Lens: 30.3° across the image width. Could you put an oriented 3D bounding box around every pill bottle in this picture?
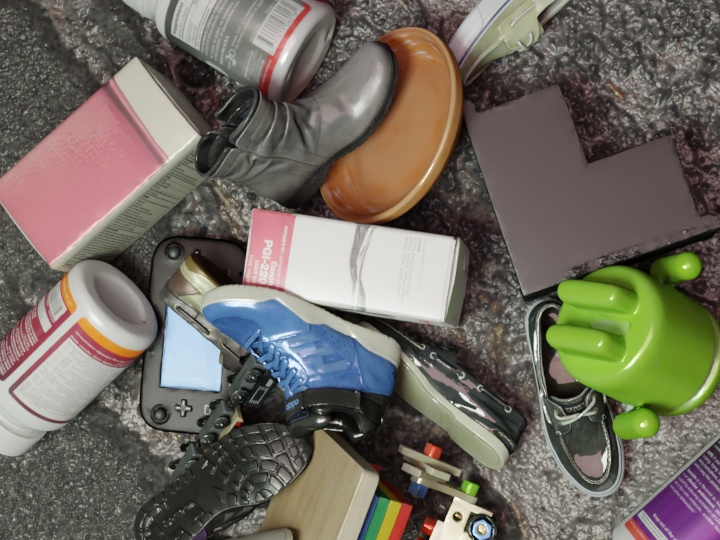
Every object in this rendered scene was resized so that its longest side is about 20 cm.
[{"bbox_3d":[-0.135,-0.262,1.344,0.199,0.114,0.114,32,92,10],"label":"pill bottle"},{"bbox_3d":[0.340,0.225,1.246,0.200,0.112,0.113,-43,82,5],"label":"pill bottle"},{"bbox_3d":[-0.307,0.091,1.343,0.200,0.109,0.110,-42,82,18],"label":"pill bottle"}]

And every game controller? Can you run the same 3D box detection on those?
[{"bbox_3d":[-0.169,0.067,1.369,0.103,0.042,0.202,4,88,9],"label":"game controller"}]

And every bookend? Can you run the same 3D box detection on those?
[{"bbox_3d":[0.218,-0.097,1.292,0.197,0.092,0.202,-20,83,6],"label":"bookend"}]

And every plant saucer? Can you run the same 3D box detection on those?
[{"bbox_3d":[0.033,-0.137,1.302,0.199,0.037,0.202,-24,57,44],"label":"plant saucer"}]

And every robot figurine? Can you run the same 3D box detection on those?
[{"bbox_3d":[0.261,0.067,1.236,0.115,0.199,0.177,4,75,47],"label":"robot figurine"}]

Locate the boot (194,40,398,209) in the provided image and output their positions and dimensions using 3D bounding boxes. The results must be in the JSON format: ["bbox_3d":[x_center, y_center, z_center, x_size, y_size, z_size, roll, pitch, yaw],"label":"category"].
[{"bbox_3d":[-0.060,-0.150,1.275,0.201,0.131,0.070,-53,48,15],"label":"boot"}]

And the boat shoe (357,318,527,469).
[{"bbox_3d":[0.083,0.107,1.318,0.199,0.075,0.066,39,65,17],"label":"boat shoe"}]

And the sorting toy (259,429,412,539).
[{"bbox_3d":[-0.033,0.263,1.273,0.069,0.199,0.202,19,93,-20],"label":"sorting toy"}]

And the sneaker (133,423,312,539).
[{"bbox_3d":[-0.128,0.213,1.324,0.199,0.087,0.076,-32,74,13],"label":"sneaker"}]

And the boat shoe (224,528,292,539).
[{"bbox_3d":[-0.116,0.290,1.289,0.072,0.200,0.062,-10,81,-34],"label":"boat shoe"}]

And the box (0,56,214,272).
[{"bbox_3d":[-0.249,-0.101,1.346,0.200,0.128,0.109,-41,82,4],"label":"box"}]

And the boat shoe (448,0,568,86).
[{"bbox_3d":[0.154,-0.251,1.320,0.062,0.072,0.200,41,91,11],"label":"boat shoe"}]

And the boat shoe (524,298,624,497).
[{"bbox_3d":[0.202,0.125,1.293,0.072,0.071,0.202,-21,84,7],"label":"boat shoe"}]

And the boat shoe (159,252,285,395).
[{"bbox_3d":[-0.117,0.070,1.332,0.065,0.073,0.200,-40,102,12],"label":"boat shoe"}]

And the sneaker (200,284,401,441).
[{"bbox_3d":[-0.062,0.093,1.234,0.199,0.077,0.112,22,63,-16],"label":"sneaker"}]

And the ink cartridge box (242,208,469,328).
[{"bbox_3d":[0.000,0.000,1.293,0.198,0.146,0.086,7,86,10],"label":"ink cartridge box"}]

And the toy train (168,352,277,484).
[{"bbox_3d":[-0.136,0.156,1.327,0.201,0.045,0.034,-55,38,31],"label":"toy train"}]

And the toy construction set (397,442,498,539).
[{"bbox_3d":[0.060,0.266,1.305,0.130,0.092,0.202,22,101,10],"label":"toy construction set"}]
